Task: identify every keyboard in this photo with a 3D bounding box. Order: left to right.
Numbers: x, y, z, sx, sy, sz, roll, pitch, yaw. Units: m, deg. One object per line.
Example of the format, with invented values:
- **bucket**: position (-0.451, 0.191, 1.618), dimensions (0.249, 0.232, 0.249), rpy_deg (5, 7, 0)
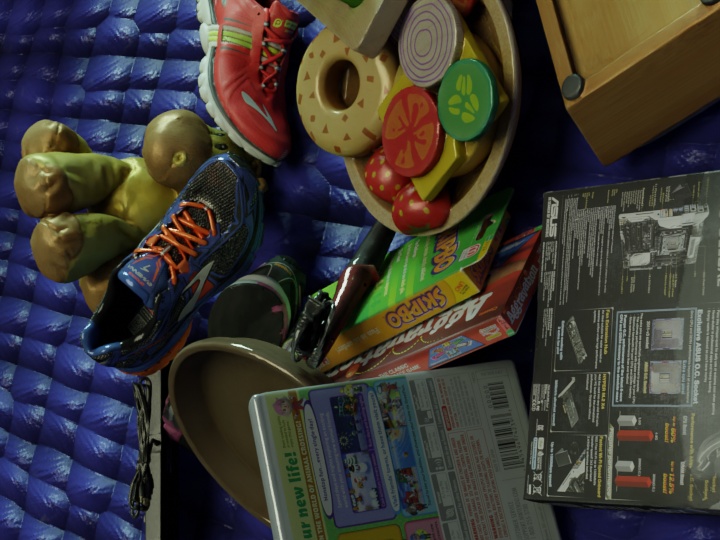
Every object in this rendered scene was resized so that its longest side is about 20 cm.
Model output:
- **keyboard**: position (-0.166, 0.141, 1.206), dimensions (0.020, 0.127, 0.202), rpy_deg (-4, 72, 4)

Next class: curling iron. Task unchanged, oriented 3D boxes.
- **curling iron**: position (0.000, 0.000, 1.048), dimensions (0.025, 0.200, 0.050), rpy_deg (23, 129, 10)

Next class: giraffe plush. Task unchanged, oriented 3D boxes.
- **giraffe plush**: position (-0.162, -0.063, 1.229), dimensions (0.161, 0.200, 0.174), rpy_deg (-26, 67, 19)

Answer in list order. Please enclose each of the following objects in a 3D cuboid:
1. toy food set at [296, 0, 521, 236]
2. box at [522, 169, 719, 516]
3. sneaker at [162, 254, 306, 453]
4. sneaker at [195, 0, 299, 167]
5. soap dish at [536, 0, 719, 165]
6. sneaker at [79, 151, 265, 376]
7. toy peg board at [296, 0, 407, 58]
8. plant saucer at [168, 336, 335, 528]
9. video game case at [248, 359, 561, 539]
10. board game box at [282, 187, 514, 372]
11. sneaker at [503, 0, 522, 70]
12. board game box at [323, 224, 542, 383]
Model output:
- **toy food set**: position (0.037, -0.125, 1.031), dimensions (0.198, 0.048, 0.201), rpy_deg (-53, 50, 38)
- **box**: position (0.179, 0.045, 0.913), dimensions (0.157, 0.050, 0.202), rpy_deg (-6, 75, 45)
- **sneaker**: position (-0.085, 0.071, 1.174), dimensions (0.080, 0.086, 0.201), rpy_deg (35, 129, 4)
- **sneaker**: position (-0.085, -0.182, 1.236), dimensions (0.085, 0.077, 0.201), rpy_deg (-30, 59, 31)
- **soap dish**: position (0.181, -0.192, 0.954), dimensions (0.157, 0.081, 0.201), rpy_deg (-32, 56, 36)
- **sneaker**: position (-0.140, 0.000, 1.121), dimensions (0.075, 0.078, 0.201), rpy_deg (38, 106, 20)
- **toy peg board**: position (-0.017, -0.282, 1.036), dimensions (0.200, 0.097, 0.200), rpy_deg (-61, 33, 14)
- **plant saucer**: position (-0.052, 0.123, 1.066), dimensions (0.199, 0.201, 0.029), rpy_deg (-1, 35, 46)
- **video game case**: position (0.035, 0.162, 0.943), dimensions (0.022, 0.181, 0.201), rpy_deg (117, 144, -63)
- **board game box**: position (0.026, 0.013, 1.055), dimensions (0.199, 0.030, 0.096), rpy_deg (-32, 18, 35)
- **sneaker**: position (0.059, -0.197, 1.086), dimensions (0.115, 0.075, 0.202), rpy_deg (-2, 80, 44)
- **board game box**: position (0.042, 0.038, 1.038), dimensions (0.199, 0.019, 0.103), rpy_deg (-26, 23, 39)
